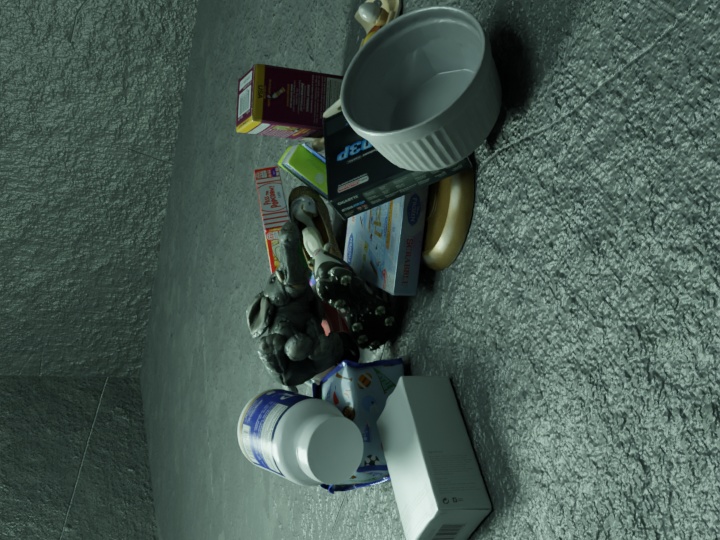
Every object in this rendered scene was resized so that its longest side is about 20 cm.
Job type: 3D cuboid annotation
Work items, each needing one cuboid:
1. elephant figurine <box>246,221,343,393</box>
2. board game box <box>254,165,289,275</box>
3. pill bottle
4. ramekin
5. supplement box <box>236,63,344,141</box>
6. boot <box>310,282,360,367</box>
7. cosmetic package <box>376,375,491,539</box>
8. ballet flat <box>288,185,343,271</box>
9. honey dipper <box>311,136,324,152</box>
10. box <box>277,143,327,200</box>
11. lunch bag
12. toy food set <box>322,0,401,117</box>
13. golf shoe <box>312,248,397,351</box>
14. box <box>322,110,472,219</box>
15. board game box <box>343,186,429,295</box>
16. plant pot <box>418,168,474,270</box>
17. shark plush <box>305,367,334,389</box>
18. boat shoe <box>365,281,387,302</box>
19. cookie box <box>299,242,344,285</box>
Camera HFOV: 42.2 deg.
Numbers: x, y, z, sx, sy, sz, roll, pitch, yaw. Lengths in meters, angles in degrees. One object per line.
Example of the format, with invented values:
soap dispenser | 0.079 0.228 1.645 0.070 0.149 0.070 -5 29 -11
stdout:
elephant figurine | -0.107 0.061 1.424 0.154 0.141 0.202 -30 58 17
board game box | -0.144 -0.056 1.638 0.202 0.045 0.153 86 172 -47
pill bottle | -0.083 0.237 1.318 0.199 0.118 0.122 2 88 58
ramekin | 0.083 -0.220 1.170 0.197 0.105 0.203 -17 52 22
supplement box | -0.113 -0.296 1.673 0.131 0.197 0.105 176 97 -68
boot | -0.034 0.114 1.535 0.200 0.071 0.146 74 179 -70
cosmetic package | 0.091 0.250 1.224 0.114 0.080 0.202 116 151 -44
ballet flat | -0.082 -0.073 1.574 0.070 0.065 0.202 -34 61 12
honey dipper | -0.005 -0.246 1.493 0.199 0.038 0.039 -31 54 34
box | -0.075 -0.167 1.617 0.048 0.121 0.200 -54 12 0
lunch bag | -0.010 0.242 1.426 0.200 0.122 0.173 136 132 -61
toy food set | -0.005 -0.358 1.534 0.143 0.060 0.203 -22 48 67
golf shoe | -0.007 0.042 1.410 0.201 0.077 0.088 55 -177 -43
box | 0.046 -0.175 1.267 0.197 0.046 0.161 -21 51 20
board game box | 0.036 -0.081 1.388 0.199 0.040 0.204 -154 68 -65
plant pot | 0.103 -0.102 1.318 0.200 0.027 0.204 -177 90 -68
shark plush | -0.069 0.182 1.616 0.200 0.091 0.083 42 150 3
boat shoe | 0.000 0.000 1.529 0.067 0.056 0.202 118 148 -47
cookie box | -0.083 0.059 1.713 0.171 0.074 0.203 -132 48 -61
